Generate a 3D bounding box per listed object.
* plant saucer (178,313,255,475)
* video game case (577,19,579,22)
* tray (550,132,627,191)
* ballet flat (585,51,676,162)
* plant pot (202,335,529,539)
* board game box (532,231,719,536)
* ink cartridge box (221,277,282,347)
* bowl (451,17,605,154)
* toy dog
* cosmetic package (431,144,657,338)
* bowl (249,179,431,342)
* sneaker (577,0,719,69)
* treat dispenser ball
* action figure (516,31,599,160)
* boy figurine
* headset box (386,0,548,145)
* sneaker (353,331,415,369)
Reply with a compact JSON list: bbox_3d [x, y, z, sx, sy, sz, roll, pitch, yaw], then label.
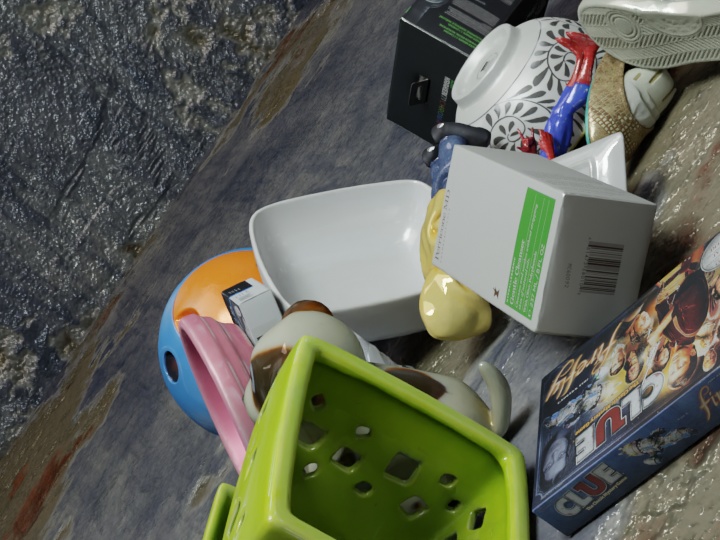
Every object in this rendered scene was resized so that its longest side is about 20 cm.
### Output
[{"bbox_3d":[-0.106,0.128,1.391,0.050,0.202,0.200,-25,11,-12],"label":"plant saucer"},{"bbox_3d":[0.176,-0.149,1.523,0.182,0.022,0.201,-46,19,29],"label":"video game case"},{"bbox_3d":[0.158,-0.041,1.256,0.200,0.022,0.109,159,110,-64],"label":"tray"},{"bbox_3d":[0.241,-0.171,1.300,0.065,0.070,0.201,-21,38,39],"label":"ballet flat"},{"bbox_3d":[-0.011,0.201,1.046,0.182,0.199,0.200,-54,15,30],"label":"plant pot"},{"bbox_3d":[0.193,0.069,0.995,0.200,0.034,0.136,-45,19,33],"label":"board game box"},{"bbox_3d":[-0.070,0.109,1.410,0.039,0.202,0.099,-25,11,-12],"label":"ink cartridge box"},{"bbox_3d":[0.148,-0.171,1.438,0.201,0.094,0.201,-50,17,22],"label":"bowl"},{"bbox_3d":[-0.001,0.116,1.167,0.194,0.199,0.140,-42,20,38],"label":"toy dog"},{"bbox_3d":[0.136,-0.026,1.162,0.200,0.084,0.109,-147,65,-65],"label":"cosmetic package"},{"bbox_3d":[0.000,0.000,1.455,0.201,0.198,0.075,-115,18,-52],"label":"bowl"},{"bbox_3d":[0.272,-0.218,1.229,0.199,0.075,0.085,11,58,44],"label":"sneaker"},{"bbox_3d":[-0.111,0.078,1.572,0.201,0.200,0.201,-49,17,20],"label":"treat dispenser ball"},{"bbox_3d":[0.168,-0.106,1.329,0.065,0.051,0.202,-170,89,-80],"label":"action figure"},{"bbox_3d":[0.085,-0.034,1.335,0.125,0.064,0.202,111,162,-57],"label":"boy figurine"},{"bbox_3d":[0.115,-0.245,1.599,0.201,0.092,0.175,-53,-14,-26],"label":"headset box"},{"bbox_3d":[0.000,0.098,1.361,0.075,0.115,0.200,-55,15,-4],"label":"sneaker"}]
